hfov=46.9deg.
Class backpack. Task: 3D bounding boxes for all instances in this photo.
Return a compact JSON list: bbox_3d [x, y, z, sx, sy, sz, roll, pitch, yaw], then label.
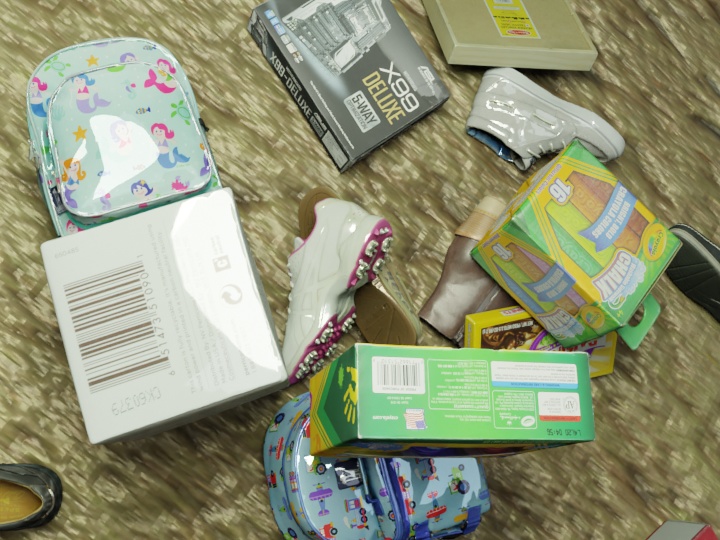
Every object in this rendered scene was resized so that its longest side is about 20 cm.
[{"bbox_3d":[0.008,0.192,0.823,0.195,0.134,0.188,-8,80,-17],"label":"backpack"},{"bbox_3d":[-0.233,-0.123,0.808,0.174,0.151,0.205,-15,78,-19],"label":"backpack"}]

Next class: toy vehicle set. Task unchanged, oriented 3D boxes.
[{"bbox_3d":[0.182,-0.302,1.019,0.195,0.027,0.126,-2,55,-19],"label":"toy vehicle set"}]

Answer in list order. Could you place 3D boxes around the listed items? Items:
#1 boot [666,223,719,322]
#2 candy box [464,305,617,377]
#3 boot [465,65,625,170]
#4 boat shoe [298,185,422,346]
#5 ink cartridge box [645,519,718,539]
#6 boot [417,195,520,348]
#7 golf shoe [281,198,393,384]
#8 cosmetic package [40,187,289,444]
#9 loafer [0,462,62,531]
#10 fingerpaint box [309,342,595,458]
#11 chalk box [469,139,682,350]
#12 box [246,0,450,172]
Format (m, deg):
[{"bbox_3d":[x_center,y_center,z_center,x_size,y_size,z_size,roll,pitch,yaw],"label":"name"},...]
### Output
[{"bbox_3d":[0.479,-0.024,1.064,0.203,0.073,0.155,41,66,-11],"label":"boot"},{"bbox_3d":[0.208,0.086,0.945,0.195,0.026,0.105,-9,115,-20],"label":"candy box"},{"bbox_3d":[0.221,-0.160,1.011,0.197,0.074,0.097,28,77,-2],"label":"boot"},{"bbox_3d":[0.000,0.000,0.903,0.072,0.063,0.203,-29,91,23],"label":"boat shoe"},{"bbox_3d":[0.373,0.409,0.925,0.144,0.083,0.203,-32,89,-22],"label":"ink cartridge box"},{"bbox_3d":[0.176,0.031,0.963,0.197,0.072,0.169,30,84,-14],"label":"boot"},{"bbox_3d":[-0.044,0.020,0.857,0.091,0.075,0.203,34,103,19],"label":"golf shoe"},{"bbox_3d":[-0.162,0.049,0.744,0.161,0.200,0.169,-17,83,-7],"label":"cosmetic package"},{"bbox_3d":[-0.366,0.198,0.726,0.195,0.072,0.075,-1,79,-18],"label":"loafer"},{"bbox_3d":[0.068,0.117,0.697,0.195,0.167,0.075,4,73,-16],"label":"fingerpaint box"},{"bbox_3d":[0.238,-0.008,0.871,0.199,0.124,0.125,42,69,0],"label":"chalk box"},{"bbox_3d":[-0.012,-0.239,0.953,0.156,0.050,0.202,-33,90,-22],"label":"box"}]
